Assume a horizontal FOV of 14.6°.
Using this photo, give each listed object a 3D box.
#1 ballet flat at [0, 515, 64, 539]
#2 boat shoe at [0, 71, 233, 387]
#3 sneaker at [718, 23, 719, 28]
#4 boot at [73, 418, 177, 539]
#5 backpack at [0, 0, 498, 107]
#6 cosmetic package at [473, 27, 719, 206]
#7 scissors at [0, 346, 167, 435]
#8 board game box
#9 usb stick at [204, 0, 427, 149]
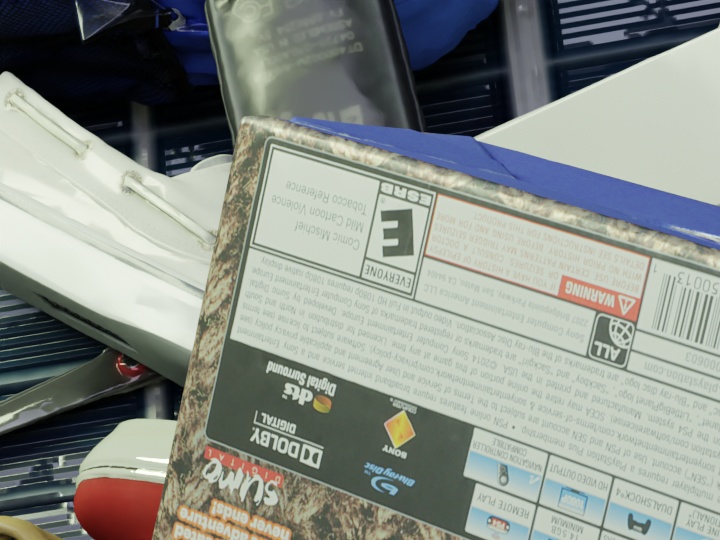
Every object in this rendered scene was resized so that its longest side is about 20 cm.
[{"bbox_3d":[-0.084,0.159,0.773,0.068,0.063,0.201,-21,61,0],"label":"ballet flat"},{"bbox_3d":[-0.046,-0.001,0.833,0.199,0.072,0.066,25,77,30],"label":"boat shoe"},{"bbox_3d":[0.160,-0.021,0.820,0.115,0.074,0.201,-13,64,21],"label":"sneaker"},{"bbox_3d":[-0.017,0.135,0.769,0.199,0.072,0.145,25,72,18],"label":"boot"},{"bbox_3d":[-0.048,-0.141,0.865,0.199,0.168,0.164,4,70,9],"label":"backpack"},{"bbox_3d":[0.103,-0.033,0.767,0.199,0.082,0.051,-23,71,34],"label":"cosmetic package"},{"bbox_3d":[-0.059,0.019,0.870,0.199,0.014,0.074,-10,64,8],"label":"scissors"},{"bbox_3d":[0.040,0.081,0.637,0.159,0.097,0.201,18,100,35],"label":"board game box"},{"bbox_3d":[0.000,0.000,0.765,0.055,0.033,0.201,-16,71,8],"label":"usb stick"}]
